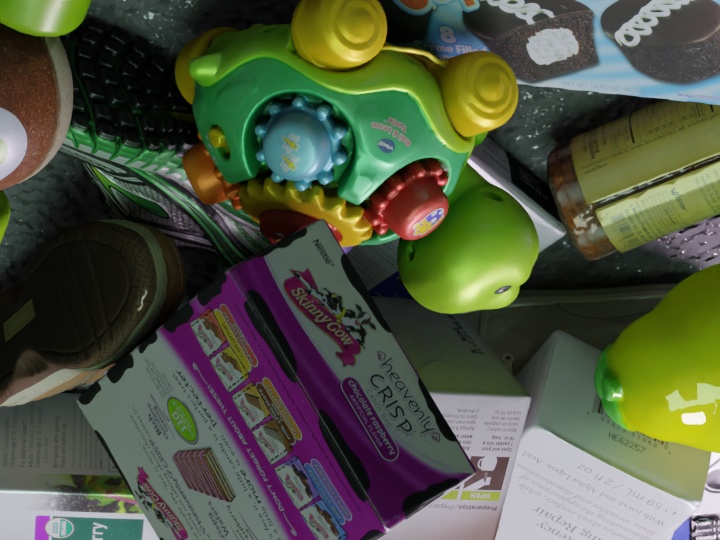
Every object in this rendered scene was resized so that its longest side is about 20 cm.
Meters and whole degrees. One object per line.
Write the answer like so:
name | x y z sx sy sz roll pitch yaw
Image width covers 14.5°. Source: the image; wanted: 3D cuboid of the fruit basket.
fruit basket | 0.225 0.043 1.399 0.216 0.216 0.156 -25 130 18

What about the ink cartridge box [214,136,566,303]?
ink cartridge box | 0.000 0.000 1.457 0.200 0.037 0.095 -37 126 23

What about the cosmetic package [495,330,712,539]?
cosmetic package | 0.094 0.126 1.488 0.102 0.074 0.200 27 137 -8

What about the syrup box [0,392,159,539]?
syrup box | -0.114 0.120 1.528 0.200 0.081 0.079 2 131 -8

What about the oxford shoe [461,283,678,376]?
oxford shoe | 0.097 0.050 1.496 0.200 0.058 0.075 -7 137 5

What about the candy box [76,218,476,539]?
candy box | -0.043 0.076 1.319 0.061 0.136 0.200 -29 176 -33

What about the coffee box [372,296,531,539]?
coffee box | 0.009 0.126 1.429 0.080 0.114 0.200 4 112 -22

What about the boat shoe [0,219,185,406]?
boat shoe | -0.127 0.019 1.421 0.076 0.072 0.200 0 168 -31

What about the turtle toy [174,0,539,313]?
turtle toy | 0.002 -0.050 1.315 0.200 0.101 0.146 25 160 -27

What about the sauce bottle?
sauce bottle | 0.192 -0.066 1.390 0.200 0.066 0.066 -20 131 15

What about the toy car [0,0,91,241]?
toy car | -0.237 -0.081 1.230 0.158 0.200 0.164 37 123 20

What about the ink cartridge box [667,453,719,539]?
ink cartridge box | 0.188 0.106 1.562 0.200 0.044 0.094 -5 132 2

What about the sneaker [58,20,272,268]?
sneaker | -0.111 -0.052 1.371 0.200 0.078 0.085 28 128 -26

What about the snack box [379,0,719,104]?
snack box | 0.077 -0.137 1.283 0.200 0.037 0.116 7 137 24
